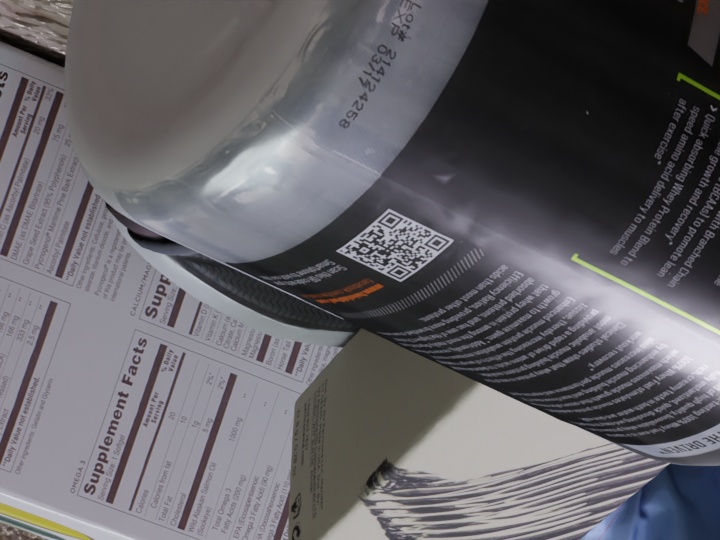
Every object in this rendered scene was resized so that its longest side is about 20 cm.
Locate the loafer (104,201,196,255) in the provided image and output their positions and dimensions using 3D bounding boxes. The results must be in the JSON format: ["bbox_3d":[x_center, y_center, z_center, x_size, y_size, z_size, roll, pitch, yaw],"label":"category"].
[{"bbox_3d":[-0.030,-0.055,0.800,0.063,0.072,0.200,43,154,-19],"label":"loafer"}]

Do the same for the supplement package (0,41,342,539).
[{"bbox_3d":[-0.106,0.022,1.029,0.199,0.151,0.152,22,169,-18],"label":"supplement package"}]

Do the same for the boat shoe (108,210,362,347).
[{"bbox_3d":[0.000,0.000,0.953,0.199,0.074,0.067,21,166,-16],"label":"boat shoe"}]

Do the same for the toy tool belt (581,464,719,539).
[{"bbox_3d":[0.161,0.109,1.089,0.199,0.126,0.123,17,-179,3],"label":"toy tool belt"}]

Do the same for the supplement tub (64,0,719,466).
[{"bbox_3d":[0.047,-0.033,0.599,0.199,0.123,0.122,26,166,-31],"label":"supplement tub"}]

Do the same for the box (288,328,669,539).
[{"bbox_3d":[0.050,0.037,0.870,0.082,0.069,0.200,14,148,-18],"label":"box"}]
